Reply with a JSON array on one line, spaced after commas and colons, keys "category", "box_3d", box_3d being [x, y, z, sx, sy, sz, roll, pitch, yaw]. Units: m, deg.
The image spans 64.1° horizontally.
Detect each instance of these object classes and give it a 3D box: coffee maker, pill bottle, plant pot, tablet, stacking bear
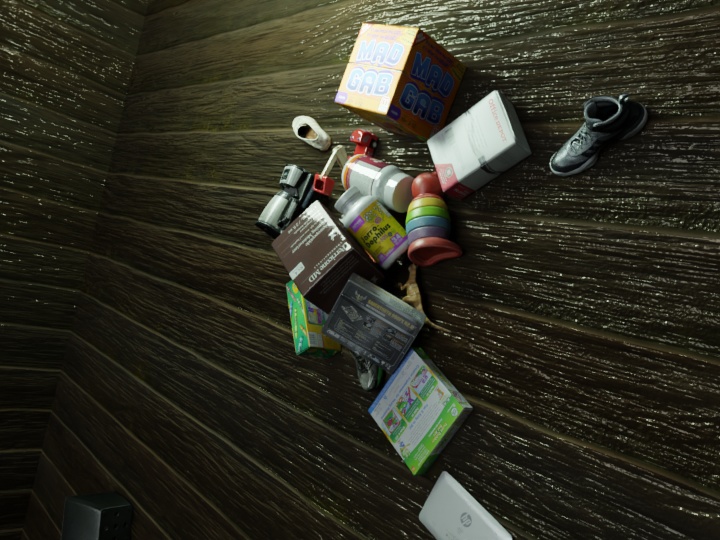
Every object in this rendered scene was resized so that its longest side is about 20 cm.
[{"category": "coffee maker", "box_3d": [-0.181, -0.173, 1.655, 0.133, 0.192, 0.202, 21, 78, 38]}, {"category": "pill bottle", "box_3d": [0.029, -0.107, 1.393, 0.200, 0.104, 0.104, 47, 116, 4]}, {"category": "plant pot", "box_3d": [-0.957, 0.938, 2.124, 0.175, 0.199, 0.203, -8, 74, 29]}, {"category": "pill bottle", "box_3d": [0.049, -0.220, 1.460, 0.199, 0.109, 0.111, 30, 101, 44]}, {"category": "tablet", "box_3d": [0.211, 0.531, 1.187, 0.199, 0.014, 0.132, 37, 106, 43]}, {"category": "stacking bear", "box_3d": [0.159, -0.130, 1.338, 0.120, 0.113, 0.204, -19, 63, 40]}]

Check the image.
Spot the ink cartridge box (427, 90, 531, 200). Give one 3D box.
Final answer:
[{"category": "ink cartridge box", "box_3d": [0.262, -0.276, 1.283, 0.199, 0.083, 0.147, -32, 59, 35]}]

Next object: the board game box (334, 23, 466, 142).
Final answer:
[{"category": "board game box", "box_3d": [0.096, -0.455, 1.407, 0.199, 0.198, 0.203, 28, 100, 44]}]

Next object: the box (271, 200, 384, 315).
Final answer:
[{"category": "box", "box_3d": [-0.079, -0.024, 1.395, 0.166, 0.164, 0.201, -42, 51, 6]}]

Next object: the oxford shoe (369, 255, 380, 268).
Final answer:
[{"category": "oxford shoe", "box_3d": [0.000, 0.000, 1.497, 0.197, 0.073, 0.072, -19, 33, 25]}]

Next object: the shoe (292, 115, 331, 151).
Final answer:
[{"category": "shoe", "box_3d": [-0.158, -0.427, 1.754, 0.200, 0.053, 0.071, 42, 109, 42]}]

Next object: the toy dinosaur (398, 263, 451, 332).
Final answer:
[{"category": "toy dinosaur", "box_3d": [0.126, 0.074, 1.349, 0.106, 0.060, 0.203, -34, 58, 32]}]

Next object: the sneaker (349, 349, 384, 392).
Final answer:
[{"category": "sneaker", "box_3d": [-0.002, 0.199, 1.417, 0.077, 0.085, 0.203, -24, 72, 34]}]

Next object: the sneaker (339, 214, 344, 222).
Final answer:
[{"category": "sneaker", "box_3d": [-0.058, -0.110, 1.578, 0.198, 0.075, 0.117, 7, 76, 37]}]

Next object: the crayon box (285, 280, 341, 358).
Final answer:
[{"category": "crayon box", "box_3d": [-0.126, 0.126, 1.542, 0.058, 0.118, 0.203, -30, 60, 35]}]

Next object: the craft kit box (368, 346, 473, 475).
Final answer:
[{"category": "craft kit box", "box_3d": [0.129, 0.314, 1.300, 0.202, 0.048, 0.198, -57, 45, 18]}]

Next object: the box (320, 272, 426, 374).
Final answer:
[{"category": "box", "box_3d": [0.028, 0.122, 1.323, 0.198, 0.048, 0.160, 29, 116, 0]}]

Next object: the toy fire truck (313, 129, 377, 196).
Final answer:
[{"category": "toy fire truck", "box_3d": [-0.039, -0.290, 1.541, 0.048, 0.140, 0.203, 22, 96, 44]}]

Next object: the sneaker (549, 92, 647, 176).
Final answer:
[{"category": "sneaker", "box_3d": [0.432, -0.262, 1.092, 0.199, 0.113, 0.077, -35, 57, 33]}]
